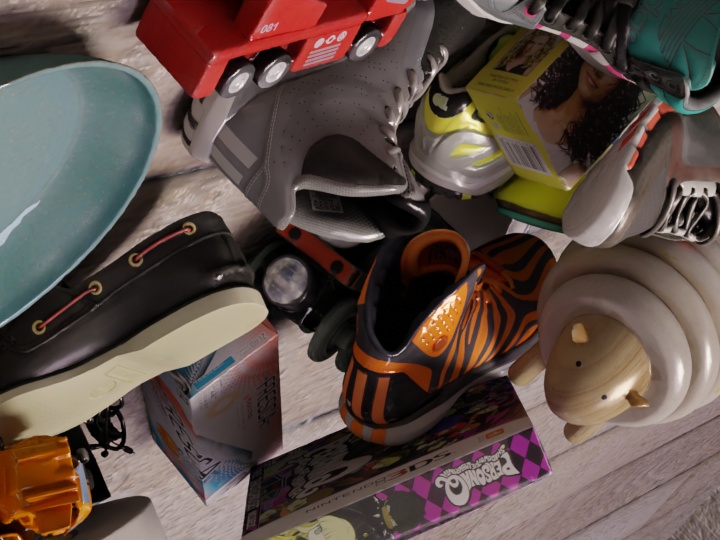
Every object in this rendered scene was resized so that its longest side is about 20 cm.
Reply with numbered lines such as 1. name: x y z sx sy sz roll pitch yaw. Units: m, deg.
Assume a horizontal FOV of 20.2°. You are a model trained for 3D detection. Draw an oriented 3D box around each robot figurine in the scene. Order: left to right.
1. robot figurine: -0.204 0.127 1.052 0.144 0.059 0.200 -10 169 -14

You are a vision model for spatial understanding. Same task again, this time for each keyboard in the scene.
1. keyboard: -0.185 0.096 1.181 0.103 0.040 0.200 -14 158 -6

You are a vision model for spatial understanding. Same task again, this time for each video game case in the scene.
1. video game case: 0.017 0.121 1.214 0.180 0.036 0.200 -23 -172 2

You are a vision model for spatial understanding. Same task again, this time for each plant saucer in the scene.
1. plant saucer: -0.177 -0.029 0.886 0.200 0.036 0.200 -37 162 -14

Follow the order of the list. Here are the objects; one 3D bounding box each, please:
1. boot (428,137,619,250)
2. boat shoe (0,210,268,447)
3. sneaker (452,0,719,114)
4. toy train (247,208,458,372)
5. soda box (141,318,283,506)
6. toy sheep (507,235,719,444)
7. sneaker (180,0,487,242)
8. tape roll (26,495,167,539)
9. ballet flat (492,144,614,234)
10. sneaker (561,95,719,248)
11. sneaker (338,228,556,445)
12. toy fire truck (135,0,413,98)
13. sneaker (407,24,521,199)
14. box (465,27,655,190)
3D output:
1. boot: 0.107 -0.051 1.344 0.090 0.073 0.200 -8 142 -50
2. boat shoe: -0.147 0.038 1.051 0.200 0.063 0.074 -28 161 8
3. sneaker: 0.133 -0.137 1.038 0.199 0.120 0.084 19 92 -42
4. toy train: 0.000 0.000 1.249 0.114 0.085 0.200 -55 159 2
5. soda box: -0.092 0.074 1.246 0.068 0.064 0.200 -36 160 -16
6. toy sheep: 0.169 0.027 1.201 0.200 0.138 0.138 -45 169 -43
7. sneaker: 0.014 -0.072 1.042 0.199 0.116 0.075 -30 159 -31
8. tape roll: -0.207 0.188 1.175 0.202 0.037 0.203 -23 -177 1
9. ballet flat: 0.143 -0.050 1.274 0.200 0.066 0.068 15 94 -59
10. sneaker: 0.178 -0.050 1.131 0.077 0.082 0.200 -50 175 33
11. sneaker: 0.064 0.012 1.202 0.200 0.077 0.113 -44 152 -42
12. toy fire truck: -0.032 -0.145 0.891 0.199 0.049 0.141 -22 153 -46
13. sneaker: 0.113 -0.117 1.212 0.200 0.075 0.077 -38 152 -30
14. box: 0.152 -0.142 1.165 0.200 0.050 0.075 -48 126 -17
